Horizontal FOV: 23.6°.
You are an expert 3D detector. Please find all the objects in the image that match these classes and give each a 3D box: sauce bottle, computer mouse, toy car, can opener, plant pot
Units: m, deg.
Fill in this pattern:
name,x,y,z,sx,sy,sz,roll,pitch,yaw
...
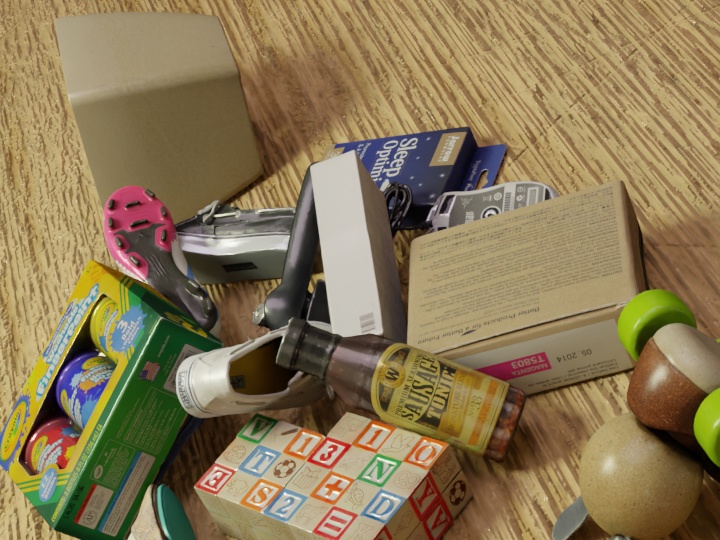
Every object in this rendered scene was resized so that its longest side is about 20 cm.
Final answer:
name,x,y,z,sx,sy,sz,roll,pitch,yaw
sauce bottle,0.031,0.091,1.365,0.198,0.066,0.066,18,46,3
computer mouse,0.095,-0.035,1.578,0.198,0.044,0.111,-4,60,25
toy car,0.219,0.148,1.229,0.201,0.157,0.165,-53,28,13
can opener,-0.054,-0.005,1.599,0.078,0.063,0.202,13,62,-13
plant pot,-0.209,-0.164,1.836,0.175,0.202,0.200,-15,34,-5

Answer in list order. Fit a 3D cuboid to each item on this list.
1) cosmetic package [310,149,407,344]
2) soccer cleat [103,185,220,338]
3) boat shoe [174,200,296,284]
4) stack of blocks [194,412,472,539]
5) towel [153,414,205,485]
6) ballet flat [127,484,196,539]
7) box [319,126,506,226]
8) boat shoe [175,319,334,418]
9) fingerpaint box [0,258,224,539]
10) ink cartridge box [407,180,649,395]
name,x,y,z,sx,sy,sz,roll,pitch,yaw
cosmetic package,0.000,0.000,1.521,0.050,0.083,0.202,-19,52,14
soccer cleat,-0.193,0.010,1.636,0.069,0.087,0.201,-19,55,-18
boat shoe,-0.132,-0.034,1.694,0.197,0.074,0.069,-5,58,28
stack of blocks,-0.024,0.176,1.378,0.199,0.059,0.115,12,50,43
towel,-0.210,0.128,1.558,0.145,0.024,0.200,-56,36,3
ballet flat,-0.158,0.246,1.374,0.067,0.068,0.200,-34,33,1
box,0.038,-0.088,1.700,0.198,0.033,0.122,-4,40,28
boat shoe,-0.057,0.077,1.443,0.086,0.076,0.201,-14,-6,40
fingerpaint box,-0.224,0.113,1.494,0.167,0.073,0.201,32,95,55
ink cartridge box,0.143,0.023,1.451,0.198,0.076,0.166,-15,38,16
